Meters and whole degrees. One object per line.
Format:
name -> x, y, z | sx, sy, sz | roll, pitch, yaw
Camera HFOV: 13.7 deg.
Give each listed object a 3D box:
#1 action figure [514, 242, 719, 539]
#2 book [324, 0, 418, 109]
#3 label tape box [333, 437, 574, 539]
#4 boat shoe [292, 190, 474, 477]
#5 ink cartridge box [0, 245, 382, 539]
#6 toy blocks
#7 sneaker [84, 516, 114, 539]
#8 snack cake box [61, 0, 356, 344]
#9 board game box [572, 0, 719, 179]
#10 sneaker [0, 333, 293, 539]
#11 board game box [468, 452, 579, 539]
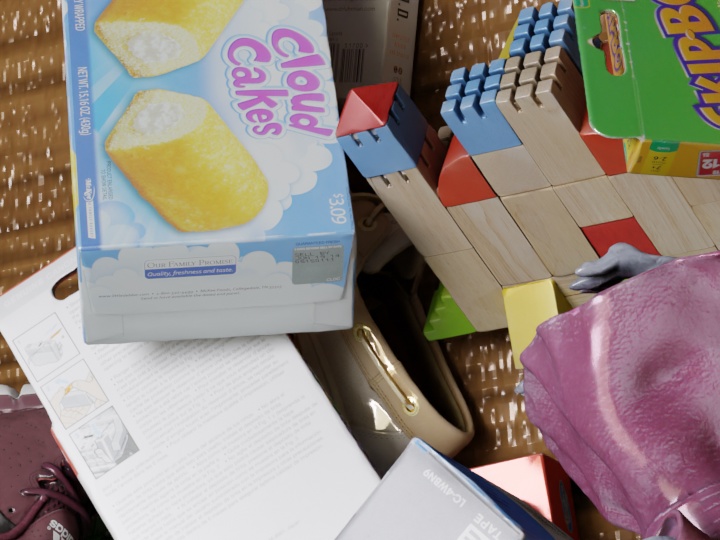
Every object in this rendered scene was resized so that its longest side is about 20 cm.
action figure -> 0.133, 0.096, 1.103 | 0.149, 0.134, 0.200 | -30, 62, 3
book -> -0.030, -0.177, 1.402 | 0.133, 0.048, 0.201 | 3, 84, 33
label tape box -> 0.001, 0.171, 1.181 | 0.066, 0.143, 0.200 | 42, 93, 23
boat shoe -> 0.000, 0.000, 1.333 | 0.069, 0.074, 0.200 | -26, 76, 26
ink cartridge box -> -0.066, 0.071, 1.277 | 0.109, 0.050, 0.200 | -33, 65, -2
toy blocks -> 0.086, -0.047, 1.217 | 0.200, 0.137, 0.100 | -11, 44, 31
sneaker -> -0.107, 0.144, 1.369 | 0.200, 0.083, 0.074 | 31, 99, 36
snack cake box -> -0.067, -0.067, 1.279 | 0.115, 0.067, 0.200 | -4, 51, -5
board game box -> 0.178, -0.074, 1.146 | 0.030, 0.199, 0.096 | 109, 162, -49
sneaker -> -0.110, 0.096, 1.340 | 0.199, 0.076, 0.116 | -15, 34, 14
board game box -> 0.028, 0.192, 1.267 | 0.153, 0.040, 0.201 | -14, 73, 16
